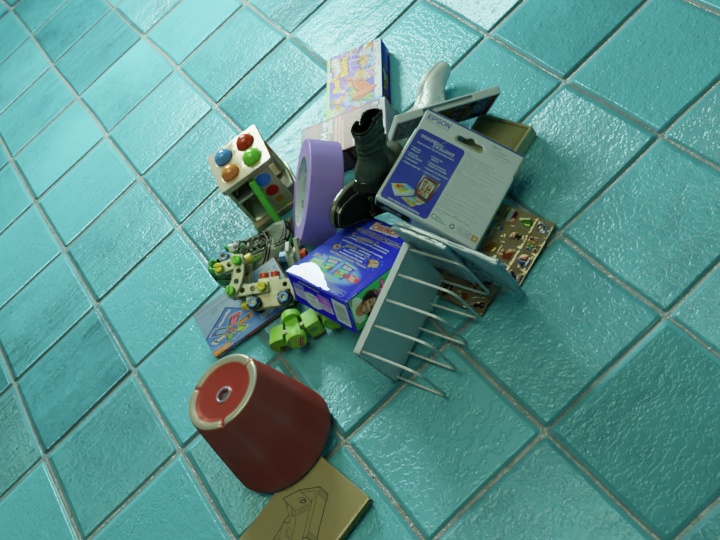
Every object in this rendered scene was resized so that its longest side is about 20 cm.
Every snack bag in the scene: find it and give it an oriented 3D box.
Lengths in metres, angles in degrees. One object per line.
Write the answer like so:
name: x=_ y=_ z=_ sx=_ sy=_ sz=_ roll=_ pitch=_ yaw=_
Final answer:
snack bag: x=0.164 y=-0.013 z=1.552 sx=0.199 sy=0.189 sz=0.022 roll=23 pitch=82 yaw=29

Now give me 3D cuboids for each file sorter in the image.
file sorter: x=0.108 y=0.084 z=1.560 sx=0.124 sy=0.139 sz=0.201 roll=16 pitch=75 yaw=35

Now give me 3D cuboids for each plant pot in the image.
plant pot: x=-0.178 y=0.245 z=1.600 sx=0.199 sy=0.177 sz=0.201 roll=-22 pitch=44 yaw=23

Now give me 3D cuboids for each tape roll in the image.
tape roll: x=-0.082 y=-0.148 z=1.824 sx=0.065 sy=0.201 sz=0.201 roll=5 pitch=50 yaw=-13

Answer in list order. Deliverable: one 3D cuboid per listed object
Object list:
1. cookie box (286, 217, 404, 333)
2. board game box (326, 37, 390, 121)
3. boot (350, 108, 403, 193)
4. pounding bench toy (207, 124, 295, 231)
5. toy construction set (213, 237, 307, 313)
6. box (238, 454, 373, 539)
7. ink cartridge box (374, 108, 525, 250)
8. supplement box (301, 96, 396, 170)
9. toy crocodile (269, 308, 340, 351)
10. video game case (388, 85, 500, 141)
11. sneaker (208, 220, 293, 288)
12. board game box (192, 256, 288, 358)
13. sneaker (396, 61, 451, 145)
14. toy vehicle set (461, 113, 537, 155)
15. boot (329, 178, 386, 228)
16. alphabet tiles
cookie box: x=0.000 y=0.000 z=1.703 sx=0.200 sy=0.076 sz=0.171 roll=-38 pitch=41 yaw=-26
board game box: x=-0.004 y=-0.395 z=2.054 sx=0.134 sy=0.045 sz=0.201 roll=-18 pitch=51 yaw=22
boot: x=0.036 y=-0.231 z=1.711 sx=0.067 sy=0.131 sz=0.200 roll=7 pitch=28 yaw=17
pounding bench toy: x=-0.207 y=-0.171 z=1.947 sx=0.124 sy=0.156 sz=0.200 roll=-35 pitch=47 yaw=6
toy construction set: x=-0.178 y=0.008 z=1.800 sx=0.199 sy=0.092 sz=0.132 roll=-13 pitch=76 yaw=26
box: x=-0.093 y=0.408 z=1.549 sx=0.163 sy=0.021 sz=0.200 roll=30 pitch=79 yaw=43
ink cartridge box: x=0.156 y=-0.155 z=1.674 sx=0.197 sy=0.047 sz=0.201 roll=28 pitch=71 yaw=9
supplement box: x=-0.024 y=-0.268 z=1.965 sx=0.199 sy=0.061 sz=0.109 roll=-19 pitch=51 yaw=22
toy crocodile: x=-0.081 y=0.093 z=1.749 sx=0.199 sy=0.062 sz=0.068 roll=-27 pitch=47 yaw=8
video game case: x=0.153 y=-0.289 z=1.782 sx=0.199 sy=0.143 sz=0.018 roll=-17 pitch=85 yaw=-5
sneaker: x=-0.215 y=-0.033 z=1.887 sx=0.200 sy=0.085 sz=0.078 roll=-37 pitch=48 yaw=16
board game box: x=-0.221 y=0.072 z=1.852 sx=0.199 sy=0.019 sz=0.103 roll=-35 pitch=67 yaw=7
sneaker: x=0.143 y=-0.324 z=1.903 sx=0.080 sy=0.070 sz=0.201 roll=19 pitch=73 yaw=24
toy vehicle set: x=0.222 y=-0.196 z=1.776 sx=0.124 sy=0.027 sz=0.200 roll=25 pitch=74 yaw=41
boot: x=0.058 y=-0.121 z=1.725 sx=0.153 sy=0.074 sz=0.203 roll=24 pitch=45 yaw=38
alphabet tiles: x=0.219 y=-0.025 z=1.652 sx=0.167 sy=0.008 sz=0.201 roll=25 pitch=78 yaw=33
